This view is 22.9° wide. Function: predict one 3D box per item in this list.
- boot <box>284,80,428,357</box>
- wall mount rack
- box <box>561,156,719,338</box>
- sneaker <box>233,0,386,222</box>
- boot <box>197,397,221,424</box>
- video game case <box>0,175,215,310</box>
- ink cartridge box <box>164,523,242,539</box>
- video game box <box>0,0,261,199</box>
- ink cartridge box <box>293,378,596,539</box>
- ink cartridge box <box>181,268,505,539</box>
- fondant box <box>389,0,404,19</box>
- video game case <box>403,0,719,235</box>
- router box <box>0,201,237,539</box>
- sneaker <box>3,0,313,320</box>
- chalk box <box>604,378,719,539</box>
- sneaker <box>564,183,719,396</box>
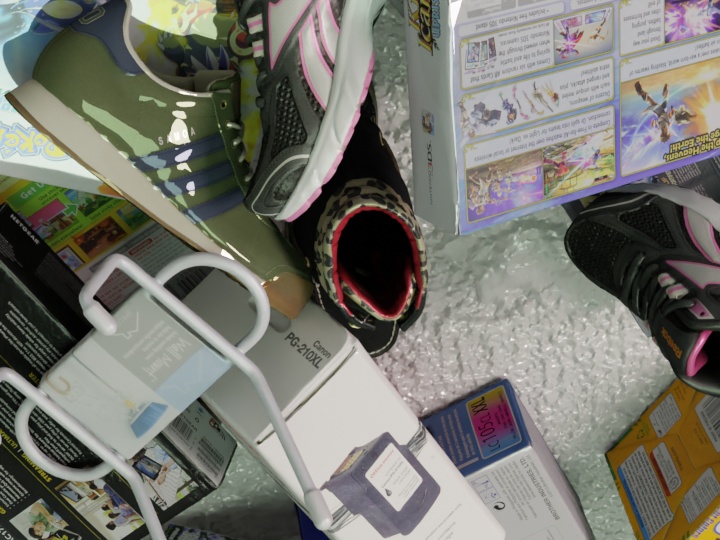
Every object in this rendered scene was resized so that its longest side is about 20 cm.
[{"bbox_3d":[-0.002,0.000,1.027,0.073,0.154,0.205,-10,125,-4],"label":"boot"},{"bbox_3d":[-0.108,0.090,0.947,0.174,0.075,0.200,41,124,-12],"label":"wall mount rack"},{"bbox_3d":[0.197,-0.068,1.073,0.157,0.051,0.200,-27,124,16],"label":"box"},{"bbox_3d":[-0.032,-0.128,0.909,0.086,0.080,0.201,18,92,-5],"label":"sneaker"},{"bbox_3d":[-0.205,0.132,1.131,0.185,0.064,0.200,15,125,-35],"label":"boot"},{"bbox_3d":[-0.202,-0.005,1.068,0.199,0.023,0.182,-33,123,13],"label":"video game case"},{"bbox_3d":[-0.043,0.237,1.174,0.199,0.050,0.109,8,136,33],"label":"ink cartridge box"},{"bbox_3d":[-0.140,-0.133,0.963,0.199,0.047,0.183,11,113,-17],"label":"video game box"},{"bbox_3d":[0.045,0.181,1.205,0.199,0.077,0.137,-28,123,7],"label":"ink cartridge box"},{"bbox_3d":[-0.019,0.098,1.064,0.084,0.145,0.200,-43,130,-8],"label":"ink cartridge box"},{"bbox_3d":[0.025,-0.248,0.926,0.144,0.058,0.200,-34,124,13],"label":"fondant box"},{"bbox_3d":[0.113,-0.131,0.916,0.199,0.045,0.183,-17,114,-30],"label":"video game case"},{"bbox_3d":[-0.193,0.080,1.041,0.149,0.051,0.200,-35,106,25],"label":"router box"},{"bbox_3d":[-0.084,-0.063,0.941,0.200,0.067,0.090,39,87,-23],"label":"sneaker"},{"bbox_3d":[0.288,0.163,1.208,0.199,0.125,0.124,31,113,-25],"label":"chalk box"},{"bbox_3d":[0.190,0.020,0.990,0.086,0.199,0.081,-28,134,-40],"label":"sneaker"}]
